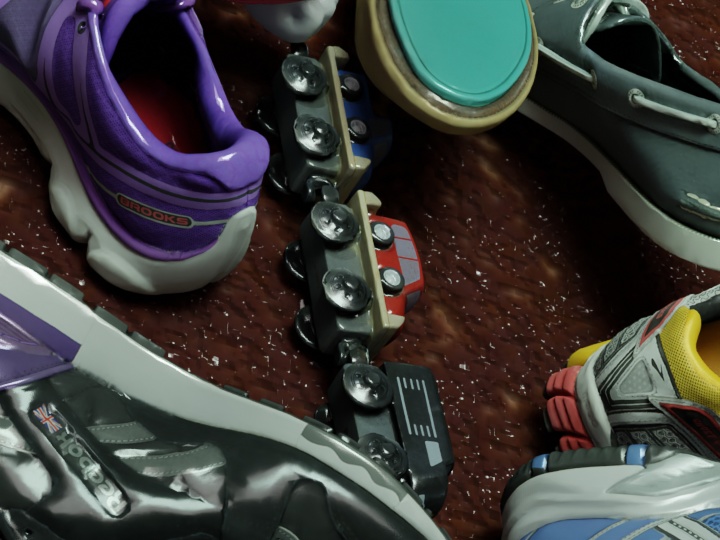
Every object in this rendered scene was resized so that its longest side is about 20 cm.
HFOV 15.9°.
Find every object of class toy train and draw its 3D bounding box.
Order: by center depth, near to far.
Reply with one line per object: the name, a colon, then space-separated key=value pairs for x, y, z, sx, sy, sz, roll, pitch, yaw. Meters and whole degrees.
toy train: x=0.000 y=0.000 z=0.881 sx=0.046 sy=0.034 sz=0.200 roll=8 pitch=50 yaw=-25

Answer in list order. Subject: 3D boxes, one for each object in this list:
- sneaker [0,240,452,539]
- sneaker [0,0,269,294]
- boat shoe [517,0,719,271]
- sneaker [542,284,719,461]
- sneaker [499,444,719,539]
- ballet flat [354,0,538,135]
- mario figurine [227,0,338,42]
sneaker: x=-0.070 y=0.075 z=0.769 sx=0.200 sy=0.076 sz=0.088 roll=29 pitch=60 yaw=1
sneaker: x=-0.090 y=-0.088 z=0.872 sx=0.081 sy=0.084 sz=0.200 roll=-24 pitch=66 yaw=-40
boat shoe: x=0.099 y=-0.076 z=0.947 sx=0.073 sy=0.062 sz=0.200 roll=-3 pitch=35 yaw=-30
sneaker: x=0.164 y=0.036 z=0.900 sx=0.200 sy=0.082 sz=0.078 roll=-11 pitch=72 yaw=-35
sneaker: x=0.138 y=0.098 z=0.799 sx=0.076 sy=0.199 sz=0.077 roll=48 pitch=42 yaw=-48
ballet flat: x=0.027 y=-0.103 z=0.956 sx=0.068 sy=0.063 sz=0.200 roll=19 pitch=41 yaw=-15
mario figurine: x=-0.045 y=-0.162 z=0.914 sx=0.123 sy=0.106 sz=0.200 roll=34 pitch=9 yaw=-46
